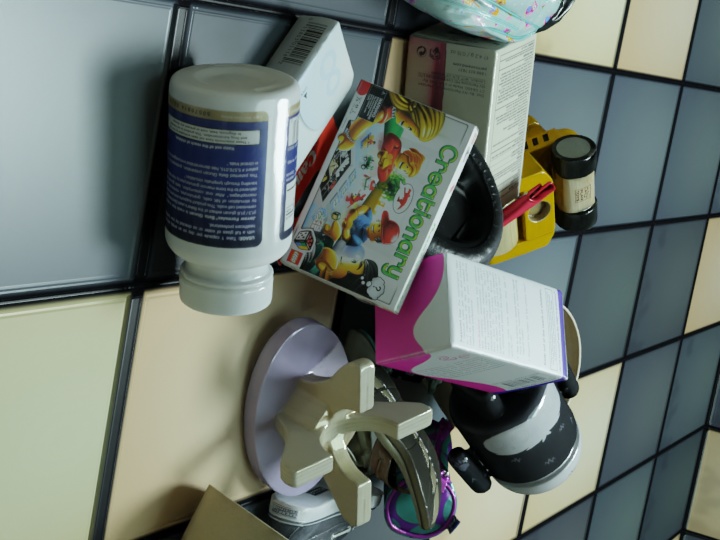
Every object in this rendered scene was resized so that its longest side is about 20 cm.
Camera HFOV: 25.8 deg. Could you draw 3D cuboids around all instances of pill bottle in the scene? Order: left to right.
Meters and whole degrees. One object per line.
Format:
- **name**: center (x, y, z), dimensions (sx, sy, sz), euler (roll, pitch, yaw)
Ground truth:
- **pill bottle**: center (-0.112, -0.068, 1.345), dimensions (0.111, 0.111, 0.200), euler (-31, 130, -57)

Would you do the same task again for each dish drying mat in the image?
- **dish drying mat**: center (0.137, -0.041, 1.833), dimensions (0.018, 0.200, 0.077), euler (54, 33, -1)

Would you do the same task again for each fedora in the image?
- **fedora**: center (0.056, -0.078, 1.663), dimensions (0.200, 0.092, 0.201), euler (20, 58, -36)

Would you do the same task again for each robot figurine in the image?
- **robot figurine**: center (0.176, 0.170, 1.805), dimensions (0.200, 0.150, 0.125), euler (55, 24, -40)

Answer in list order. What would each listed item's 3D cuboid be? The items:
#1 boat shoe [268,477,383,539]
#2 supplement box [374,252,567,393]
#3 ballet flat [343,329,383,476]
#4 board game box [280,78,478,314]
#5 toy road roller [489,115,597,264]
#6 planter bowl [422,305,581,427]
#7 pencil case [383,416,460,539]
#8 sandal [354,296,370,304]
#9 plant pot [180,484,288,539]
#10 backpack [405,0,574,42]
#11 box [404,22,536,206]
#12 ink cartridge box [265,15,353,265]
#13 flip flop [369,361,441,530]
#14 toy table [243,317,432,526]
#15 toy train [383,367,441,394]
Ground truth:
- **boat shoe**: center (-0.040, 0.272, 1.725), dimensions (0.200, 0.072, 0.068), euler (-4, 108, -64)
- **supplement box**: center (0.115, 0.058, 1.625), dimensions (0.200, 0.101, 0.103), euler (16, 66, -47)
- **ballet flat**: center (-0.003, 0.156, 1.756), dimensions (0.064, 0.067, 0.200), euler (-29, 132, -23)
- **board game box**: center (0.019, -0.073, 1.551), dimensions (0.035, 0.126, 0.200), euler (40, 73, -78)
- **toy road roller**: center (0.202, -0.113, 2.003), dimensions (0.200, 0.146, 0.123), euler (-22, 133, -14)
- **planter bowl**: center (0.160, 0.115, 1.953), dimensions (0.200, 0.135, 0.200), euler (-18, 117, -40)
- **pencil case**: center (0.071, 0.240, 1.844), dimensions (0.092, 0.085, 0.200), euler (-45, -169, 11)
- **sandal**: center (0.004, 0.006, 1.693), dimensions (0.050, 0.083, 0.203), euler (-35, 163, 17)
- **plant pot**: center (-0.125, 0.338, 1.491), dimensions (0.200, 0.187, 0.187), euler (-55, 151, -10)
- **backpack**: center (0.126, -0.314, 1.665), dimensions (0.200, 0.167, 0.127), euler (3, 105, -58)
- **box**: center (0.119, -0.172, 1.772), dimensions (0.128, 0.109, 0.200), euler (-33, 132, -58)
- **ink cartridge box**: center (-0.053, -0.119, 1.516), dimensions (0.160, 0.047, 0.200), euler (-60, 150, -29)
- **flip flop**: center (0.031, 0.190, 1.701), dimensions (0.200, 0.058, 0.081), euler (60, 25, -16)
- **toy table**: center (-0.032, 0.157, 1.584), dimensions (0.184, 0.117, 0.200), euler (-31, 129, -30)
- **toy train**: center (0.066, 0.072, 1.773), dimensions (0.200, 0.085, 0.114), euler (104, -1, -79)
